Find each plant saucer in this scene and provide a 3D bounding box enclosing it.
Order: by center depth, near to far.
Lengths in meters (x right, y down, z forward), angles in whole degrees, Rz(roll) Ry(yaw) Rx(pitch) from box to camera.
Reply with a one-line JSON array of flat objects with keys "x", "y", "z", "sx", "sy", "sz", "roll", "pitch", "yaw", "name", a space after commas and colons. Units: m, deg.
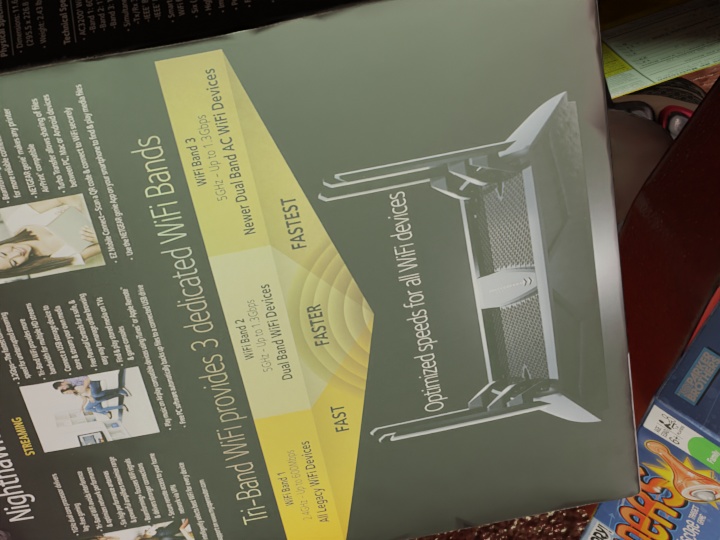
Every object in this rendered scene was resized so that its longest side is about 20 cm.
[{"x": 0.124, "y": -0.038, "z": 0.895, "sx": 0.200, "sy": 0.037, "sz": 0.200, "roll": -54, "pitch": 171, "yaw": -22, "name": "plant saucer"}]

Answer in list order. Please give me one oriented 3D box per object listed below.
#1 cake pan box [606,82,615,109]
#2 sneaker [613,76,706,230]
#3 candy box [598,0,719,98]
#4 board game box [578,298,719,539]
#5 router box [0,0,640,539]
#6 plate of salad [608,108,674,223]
[{"x": -0.039, "y": -0.024, "z": 0.926, "sx": 0.200, "sy": 0.052, "sz": 0.184, "roll": -7, "pitch": 165, "yaw": -24, "name": "cake pan box"}, {"x": 0.048, "y": -0.026, "z": 1.145, "sx": 0.200, "sy": 0.081, "sz": 0.075, "roll": -11, "pitch": -159, "yaw": 13, "name": "sneaker"}, {"x": 0.052, "y": -0.070, "z": 0.989, "sx": 0.200, "sy": 0.026, "sz": 0.102, "roll": -18, "pitch": 170, "yaw": 15, "name": "candy box"}, {"x": 0.131, "y": -0.007, "z": 0.800, "sx": 0.200, "sy": 0.034, "sz": 0.135, "roll": -54, "pitch": 171, "yaw": -24, "name": "board game box"}, {"x": -0.022, "y": -0.006, "z": 0.657, "sx": 0.157, "sy": 0.052, "sz": 0.200, "roll": -11, "pitch": 143, "yaw": 0, "name": "router box"}, {"x": 0.000, "y": 0.000, "z": 0.864, "sx": 0.200, "sy": 0.048, "sz": 0.200, "roll": -13, "pitch": 165, "yaw": -4, "name": "plate of salad"}]
